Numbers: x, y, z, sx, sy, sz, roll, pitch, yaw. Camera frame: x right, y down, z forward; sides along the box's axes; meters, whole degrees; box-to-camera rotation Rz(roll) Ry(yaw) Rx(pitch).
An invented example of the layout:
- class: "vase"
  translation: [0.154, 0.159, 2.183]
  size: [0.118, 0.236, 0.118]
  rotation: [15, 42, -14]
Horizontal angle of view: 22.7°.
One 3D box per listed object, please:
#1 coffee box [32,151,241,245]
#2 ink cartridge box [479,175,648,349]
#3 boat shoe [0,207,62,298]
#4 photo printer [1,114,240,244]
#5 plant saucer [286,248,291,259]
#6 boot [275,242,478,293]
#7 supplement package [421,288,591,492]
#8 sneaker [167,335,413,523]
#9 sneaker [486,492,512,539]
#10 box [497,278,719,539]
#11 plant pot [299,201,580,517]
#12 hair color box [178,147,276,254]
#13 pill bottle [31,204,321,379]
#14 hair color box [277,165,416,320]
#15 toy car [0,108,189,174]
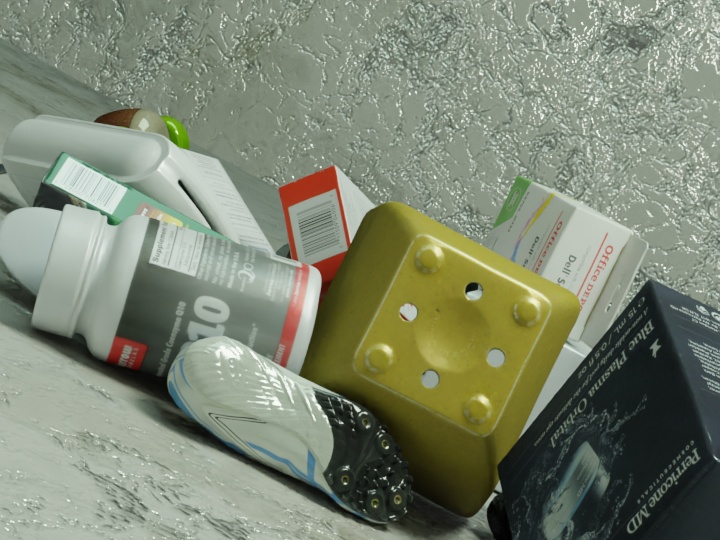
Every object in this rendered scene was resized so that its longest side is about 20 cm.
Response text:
- class: "coffee box"
  translation: [-0.181, -0.004, 1.480]
  size: [0.199, 0.123, 0.044]
  rotation: [28, 47, -4]
- class: "ink cartridge box"
  translation: [0.183, -0.009, 1.676]
  size: [0.067, 0.117, 0.200]
  rotation: [23, 6, -20]
- class: "boat shoe"
  translation: [-0.200, 0.017, 1.432]
  size: [0.199, 0.072, 0.068]
  rotation: [25, -18, -5]
- class: "photo printer"
  translation: [-0.198, -0.053, 1.555]
  size: [0.199, 0.070, 0.167]
  rotation: [12, -35, 38]
- class: "plant saucer"
  translation: [-0.025, 0.054, 1.657]
  size: [0.200, 0.037, 0.201]
  rotation: [-21, 90, -76]
- class: "boot"
  translation: [-0.003, 0.029, 1.819]
  size: [0.200, 0.165, 0.066]
  rotation: [31, -15, 31]
- class: "supplement package"
  translation: [0.145, 0.118, 1.733]
  size: [0.151, 0.151, 0.200]
  rotation: [28, 5, 8]
- class: "sneaker"
  translation: [-0.049, 0.116, 1.292]
  size: [0.200, 0.072, 0.072]
  rotation: [34, -25, -7]
- class: "sneaker"
  translation: [0.136, 0.209, 1.407]
  size: [0.087, 0.076, 0.200]
  rotation: [4, 3, 17]
- class: "box"
  translation: [0.203, 0.149, 1.212]
  size: [0.117, 0.197, 0.200]
  rotation: [25, 28, -21]
- class: "plant pot"
  translation: [0.059, 0.059, 1.380]
  size: [0.194, 0.196, 0.200]
  rotation: [27, -11, -1]
- class: "hair color box"
  translation: [-0.123, -0.012, 1.670]
  size: [0.200, 0.061, 0.099]
  rotation: [58, 13, 12]
- class: "pill bottle"
  translation: [-0.139, 0.025, 1.347]
  size: [0.199, 0.114, 0.114]
  rotation: [16, 7, -8]
- class: "hair color box"
  translation: [0.000, 0.000, 1.630]
  size: [0.200, 0.064, 0.111]
  rotation: [42, 32, -57]
- class: "toy car"
  translation: [-0.287, -0.083, 1.767]
  size: [0.199, 0.159, 0.164]
  rotation: [3, 9, 12]
